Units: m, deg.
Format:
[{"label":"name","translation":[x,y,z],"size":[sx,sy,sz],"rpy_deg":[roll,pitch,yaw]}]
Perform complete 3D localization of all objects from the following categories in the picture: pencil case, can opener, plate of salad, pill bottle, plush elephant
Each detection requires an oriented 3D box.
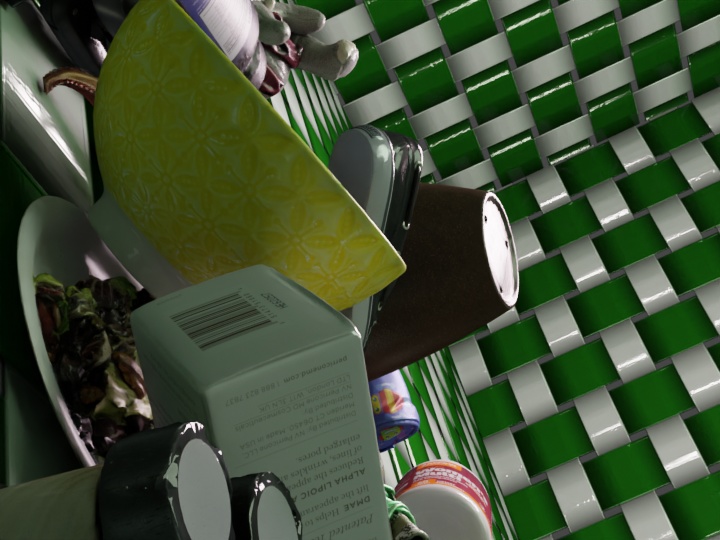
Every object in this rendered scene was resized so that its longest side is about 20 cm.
[{"label":"pencil case","translation":[-0.003,0.095,1.143],"size":[0.087,0.077,0.202],"rpy_deg":[94,-21,-59]},{"label":"can opener","translation":[-0.162,-0.137,0.766],"size":[0.078,0.063,0.201],"rpy_deg":[40,-14,21]},{"label":"plate of salad","translation":[-0.108,0.051,0.560],"size":[0.200,0.047,0.202],"rpy_deg":[-23,91,-84]},{"label":"pill bottle","translation":[0.079,0.253,1.118],"size":[0.200,0.108,0.111],"rpy_deg":[-8,74,-84]},{"label":"plush elephant","translation":[-0.112,-0.242,1.126],"size":[0.199,0.165,0.155],"rpy_deg":[39,-15,14]},{"label":"pill bottle","translation":[-0.147,-0.210,0.891],"size":[0.200,0.111,0.113],"rpy_deg":[55,13,-64]}]

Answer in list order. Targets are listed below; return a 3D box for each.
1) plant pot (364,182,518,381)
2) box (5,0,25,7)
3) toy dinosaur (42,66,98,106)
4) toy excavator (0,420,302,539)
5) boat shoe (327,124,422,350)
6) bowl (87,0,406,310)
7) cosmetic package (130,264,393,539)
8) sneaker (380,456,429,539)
[{"label":"plant pot","translation":[0.022,0.002,0.910],"size":[0.186,0.197,0.190],"rpy_deg":[-12,90,-67]},{"label":"box","translation":[-0.178,-0.275,0.706],"size":[0.105,0.146,0.201],"rpy_deg":[61,7,-33]},{"label":"toy dinosaur","translation":[-0.120,-0.050,0.763],"size":[0.106,0.197,0.183],"rpy_deg":[-100,-157,-56]},{"label":"toy excavator","translation":[-0.063,0.174,0.366],"size":[0.195,0.098,0.203],"rpy_deg":[51,29,-61]},{"label":"boat shoe","translation":[0.000,0.000,0.773],"size":[0.068,0.056,0.203],"rpy_deg":[32,-64,45]},{"label":"bowl","translation":[-0.080,-0.039,0.590],"size":[0.201,0.107,0.200],"rpy_deg":[48,-1,1]},{"label":"cosmetic package","translation":[-0.035,0.112,0.484],"size":[0.101,0.073,0.203],"rpy_deg":[32,-44,59]},{"label":"sneaker","translation":[0.017,0.181,0.765],"size":[0.076,0.088,0.202],"rpy_deg":[14,53,-40]}]
